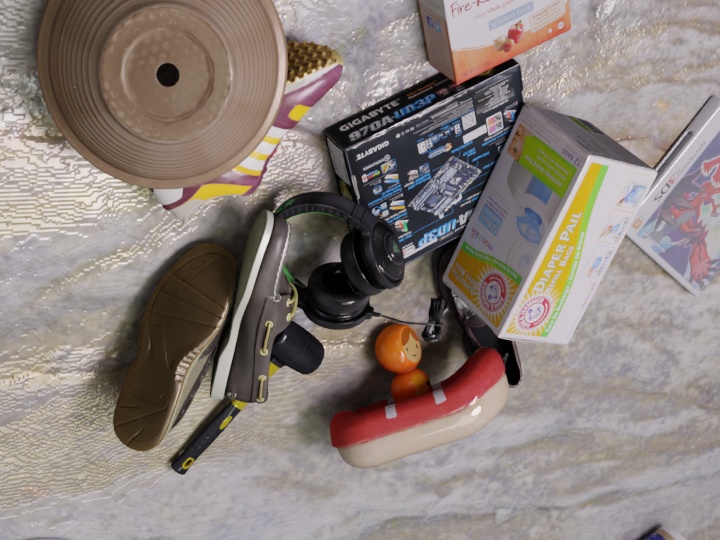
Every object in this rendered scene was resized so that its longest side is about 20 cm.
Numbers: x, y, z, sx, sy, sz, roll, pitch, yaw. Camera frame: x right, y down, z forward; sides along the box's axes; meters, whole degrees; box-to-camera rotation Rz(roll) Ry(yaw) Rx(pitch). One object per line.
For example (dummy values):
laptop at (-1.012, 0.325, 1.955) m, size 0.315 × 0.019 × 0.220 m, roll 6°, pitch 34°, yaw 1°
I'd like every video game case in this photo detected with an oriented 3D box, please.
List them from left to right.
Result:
video game case at (0.407, -0.081, 1.413) m, size 0.199 × 0.023 × 0.183 m, roll 32°, pitch 99°, yaw -42°

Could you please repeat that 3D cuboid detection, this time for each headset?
headset at (0.000, 0.000, 1.143) m, size 0.199 × 0.094 × 0.124 m, roll 37°, pitch 126°, yaw -9°

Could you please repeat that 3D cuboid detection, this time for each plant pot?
plant pot at (-0.149, -0.156, 0.920) m, size 0.197 × 0.093 × 0.204 m, roll -4°, pitch 107°, yaw -12°

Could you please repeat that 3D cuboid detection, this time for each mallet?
mallet at (-0.114, 0.135, 1.218) m, size 0.065 × 0.041 × 0.201 m, roll 27°, pitch 106°, yaw -37°

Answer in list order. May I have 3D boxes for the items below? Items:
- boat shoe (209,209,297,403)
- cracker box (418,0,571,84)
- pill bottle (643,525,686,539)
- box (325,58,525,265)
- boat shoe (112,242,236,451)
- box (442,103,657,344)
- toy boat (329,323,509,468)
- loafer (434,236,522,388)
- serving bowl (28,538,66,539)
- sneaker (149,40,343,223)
boat shoe at (-0.091, 0.037, 1.118) m, size 0.060 × 0.072 × 0.203 m, roll 13°, pitch 120°, yaw -11°
cracker box at (0.114, -0.287, 1.070) m, size 0.133 × 0.058 × 0.202 m, roll -27°, pitch 130°, yaw -15°
pill bottle at (0.392, 0.465, 1.696) m, size 0.199 × 0.116 × 0.116 m, roll -35°, pitch 132°, yaw -8°
box at (0.075, -0.104, 1.171) m, size 0.198 × 0.046 × 0.160 m, roll -28°, pitch 131°, yaw -14°
boat shoe at (-0.171, 0.069, 1.119) m, size 0.072 × 0.065 × 0.202 m, roll 27°, pitch 89°, yaw 4°
box at (0.182, -0.041, 1.176) m, size 0.100 × 0.113 × 0.202 m, roll 7°, pitch 117°, yaw -37°
toy boat at (0.055, 0.120, 1.265) m, size 0.197 × 0.131 × 0.133 m, roll -18°, pitch 88°, yaw 1°
loafer at (0.137, 0.048, 1.299) m, size 0.071 × 0.063 × 0.201 m, roll -33°, pitch 131°, yaw -10°
serving bowl at (-0.335, 0.370, 1.208) m, size 0.197 × 0.066 × 0.203 m, roll -16°, pitch 126°, yaw -24°
sneaker at (-0.096, -0.120, 1.038) m, size 0.198 × 0.075 × 0.091 m, roll -29°, pitch 129°, yaw -2°
